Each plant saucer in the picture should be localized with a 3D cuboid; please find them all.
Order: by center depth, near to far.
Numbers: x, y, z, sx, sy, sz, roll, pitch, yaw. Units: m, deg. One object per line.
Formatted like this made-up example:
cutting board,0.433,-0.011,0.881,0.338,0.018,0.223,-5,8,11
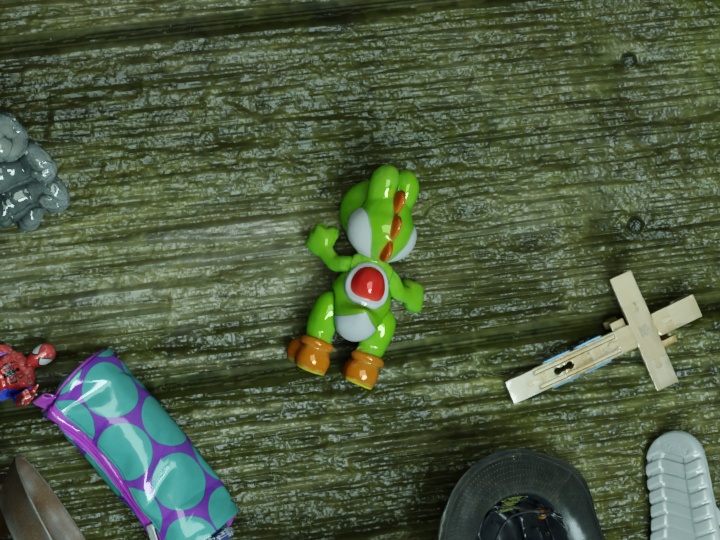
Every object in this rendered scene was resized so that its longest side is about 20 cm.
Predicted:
plant saucer,-0.246,0.247,1.330,0.034,0.200,0.201,-31,88,-6

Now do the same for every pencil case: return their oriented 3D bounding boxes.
pencil case,-0.194,0.170,1.405,0.200,0.085,0.092,51,45,2

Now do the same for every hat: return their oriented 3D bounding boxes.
hat,0.133,0.264,1.441,0.199,0.081,0.203,7,76,-29

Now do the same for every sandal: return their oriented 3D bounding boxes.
sandal,0.310,0.253,1.489,0.050,0.082,0.205,14,74,-50

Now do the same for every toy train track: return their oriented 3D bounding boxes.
toy train track,0.228,0.074,1.516,0.199,0.033,0.116,-24,93,-6

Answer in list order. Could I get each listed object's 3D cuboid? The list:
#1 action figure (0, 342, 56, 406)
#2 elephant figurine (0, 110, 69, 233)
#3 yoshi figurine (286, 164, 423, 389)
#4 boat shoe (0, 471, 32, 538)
action figure,-0.352,0.118,1.386,0.199,0.099,0.066,-32,89,-14
elephant figurine,-0.364,-0.045,1.380,0.200,0.155,0.142,-46,113,-20
yoshi figurine,0.002,0.000,1.472,0.111,0.112,0.202,21,94,35
boat shoe,-0.386,0.219,1.377,0.199,0.071,0.070,-21,43,-23
